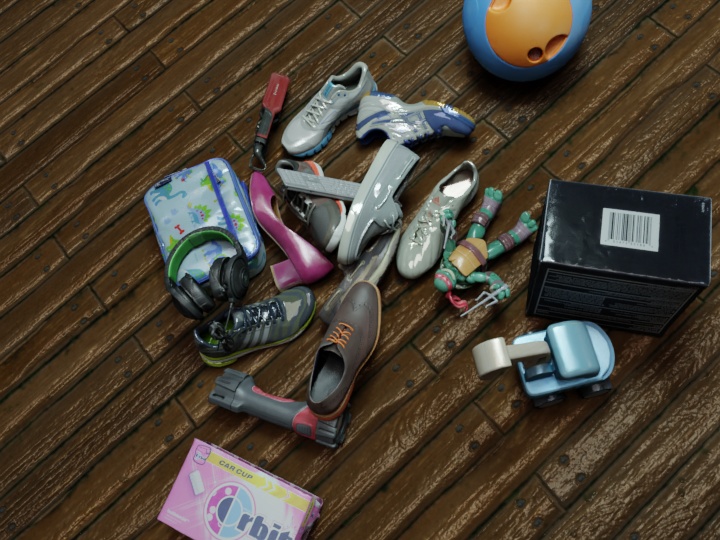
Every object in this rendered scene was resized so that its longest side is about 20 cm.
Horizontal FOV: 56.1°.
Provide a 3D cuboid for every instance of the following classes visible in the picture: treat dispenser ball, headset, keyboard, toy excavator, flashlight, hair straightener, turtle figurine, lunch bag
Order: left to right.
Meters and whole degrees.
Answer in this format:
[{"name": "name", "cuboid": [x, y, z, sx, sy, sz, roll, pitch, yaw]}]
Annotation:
[{"name": "lunch bag", "cuboid": [-0.243, -0.070, 1.074, 0.158, 0.083, 0.203, -22, 69, -3]}, {"name": "headset", "cuboid": [-0.214, 0.021, 0.950, 0.122, 0.094, 0.202, -25, 62, 1]}, {"name": "hair straightener", "cuboid": [-0.154, -0.236, 1.130, 0.040, 0.077, 0.203, 12, 55, -12]}, {"name": "flashlight", "cuboid": [-0.112, 0.191, 0.967, 0.196, 0.068, 0.069, 16, 77, 19]}, {"name": "keyboard", "cuboid": [-0.030, -0.125, 1.028, 0.196, 0.011, 0.057, 8, 36, -28]}, {"name": "turtle figurine", "cuboid": [0.163, -0.027, 0.984, 0.150, 0.101, 0.200, 47, 64, -1]}, {"name": "treat dispenser ball", "cuboid": [0.258, -0.401, 1.057, 0.196, 0.201, 0.205, -3, 69, 7]}, {"name": "toy excavator", "cuboid": [0.237, 0.109, 0.867, 0.190, 0.201, 0.102, -14, 67, 3]}]

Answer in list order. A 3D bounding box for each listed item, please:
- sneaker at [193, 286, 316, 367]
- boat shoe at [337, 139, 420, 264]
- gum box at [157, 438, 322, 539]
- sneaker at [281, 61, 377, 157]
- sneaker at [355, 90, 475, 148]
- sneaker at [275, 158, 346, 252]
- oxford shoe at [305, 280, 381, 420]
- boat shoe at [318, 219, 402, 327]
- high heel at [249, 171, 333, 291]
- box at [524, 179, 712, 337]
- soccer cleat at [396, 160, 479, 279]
[{"name": "sneaker", "cuboid": [-0.157, 0.079, 1.002, 0.197, 0.081, 0.075, -28, 68, -3]}, {"name": "boat shoe", "cuboid": [0.030, -0.094, 0.981, 0.070, 0.070, 0.204, 23, 76, 8]}, {"name": "gum box", "cuboid": [-0.158, 0.326, 0.916, 0.197, 0.066, 0.115, 21, 75, 15]}, {"name": "sneaker", "cuboid": [-0.058, -0.274, 1.120, 0.200, 0.087, 0.075, -44, 71, -7]}, {"name": "sneaker", "cuboid": [0.086, -0.227, 1.096, 0.196, 0.075, 0.090, 13, 83, 20]}, {"name": "sneaker", "cuboid": [-0.086, -0.102, 1.032, 0.078, 0.081, 0.201, -59, 39, 25]}, {"name": "oxford shoe", "cuboid": [-0.019, 0.099, 0.913, 0.070, 0.073, 0.203, 14, 69, 13]}, {"name": "boat shoe", "cuboid": [0.000, 0.000, 1.007, 0.072, 0.075, 0.203, 26, 74, 4]}, {"name": "high heel", "cuboid": [-0.110, -0.074, 1.056, 0.094, 0.067, 0.204, -20, 72, 9]}, {"name": "box", "cuboid": [0.330, -0.012, 0.899, 0.196, 0.199, 0.126, 9, 68, 12]}, {"name": "soccer cleat", "cuboid": [0.114, -0.080, 1.024, 0.069, 0.078, 0.202, 31, 77, 18]}]
